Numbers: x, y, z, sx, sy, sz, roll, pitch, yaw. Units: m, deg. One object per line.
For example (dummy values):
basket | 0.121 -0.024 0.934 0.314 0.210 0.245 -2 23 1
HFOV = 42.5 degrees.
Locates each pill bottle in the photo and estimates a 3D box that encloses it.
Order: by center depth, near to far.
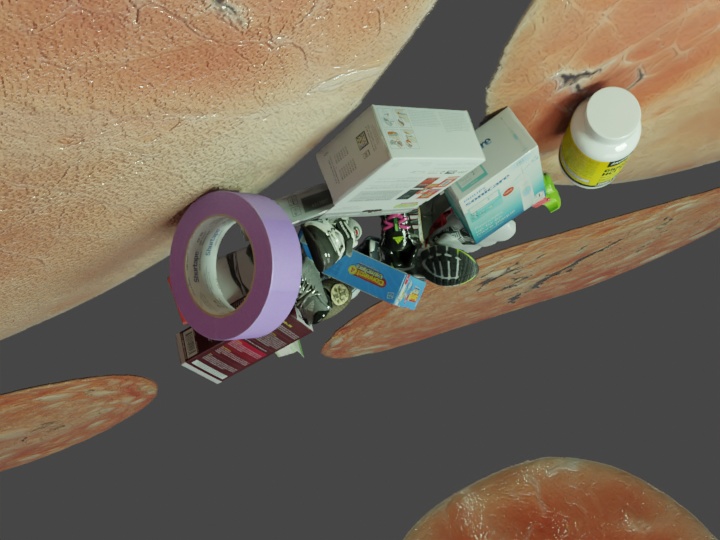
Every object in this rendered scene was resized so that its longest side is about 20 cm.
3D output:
pill bottle | 0.388 -0.215 1.495 0.111 0.114 0.200 -20 166 -1

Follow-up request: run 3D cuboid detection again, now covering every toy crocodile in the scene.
toy crocodile | 0.331 -0.150 1.766 0.067 0.063 0.199 -26 165 22

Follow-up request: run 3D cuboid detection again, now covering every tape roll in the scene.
tape roll | -0.175 -0.006 1.284 0.199 0.203 0.065 -29 163 33

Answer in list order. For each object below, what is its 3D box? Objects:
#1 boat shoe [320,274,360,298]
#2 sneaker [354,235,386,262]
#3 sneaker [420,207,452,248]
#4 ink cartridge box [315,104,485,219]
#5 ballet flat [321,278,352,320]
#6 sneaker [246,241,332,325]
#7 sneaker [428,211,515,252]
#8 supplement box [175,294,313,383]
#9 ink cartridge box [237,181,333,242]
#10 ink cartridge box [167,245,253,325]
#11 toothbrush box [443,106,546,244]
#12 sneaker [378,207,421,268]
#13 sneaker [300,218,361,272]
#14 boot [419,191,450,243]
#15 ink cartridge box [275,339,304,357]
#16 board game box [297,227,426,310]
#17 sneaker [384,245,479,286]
boat shoe | -0.061 0.022 1.838 0.199 0.070 0.092 -36 141 -39
sneaker | 0.060 -0.032 1.780 0.195 0.081 0.129 -13 176 12
sneaker | 0.171 -0.092 1.719 0.114 0.079 0.202 20 116 -24
ink cartridge box | 0.044 -0.150 1.305 0.198 0.085 0.175 -6 160 -44
ballet flat | -0.104 0.062 1.593 0.196 0.069 0.046 -14 -179 -16
sneaker | -0.090 0.020 1.376 0.075 0.116 0.200 -35 153 9
sneaker | 0.200 -0.102 1.641 0.074 0.117 0.199 19 159 -33
supplement box | -0.188 0.101 1.500 0.198 0.062 0.109 -28 147 15
ink cartridge box | -0.108 -0.091 1.436 0.160 0.058 0.200 -20 -173 -3
ink cartridge box | -0.205 0.019 1.551 0.197 0.085 0.144 -22 175 1
toothbrush box | 0.206 -0.144 1.456 0.145 0.086 0.200 -34 156 2
sneaker | 0.061 -0.079 1.471 0.072 0.089 0.202 -3 140 10
sneaker | -0.041 -0.052 1.387 0.087 0.075 0.200 -19 -167 0
boot | 0.141 -0.116 1.608 0.136 0.078 0.200 -26 167 1
ink cartridge box | -0.158 0.094 1.803 0.047 0.148 0.200 -16 166 -3
board game box | 0.000 0.000 1.582 0.057 0.197 0.196 -66 166 1
sneaker | 0.138 -0.013 1.685 0.198 0.075 0.080 7 -172 43
